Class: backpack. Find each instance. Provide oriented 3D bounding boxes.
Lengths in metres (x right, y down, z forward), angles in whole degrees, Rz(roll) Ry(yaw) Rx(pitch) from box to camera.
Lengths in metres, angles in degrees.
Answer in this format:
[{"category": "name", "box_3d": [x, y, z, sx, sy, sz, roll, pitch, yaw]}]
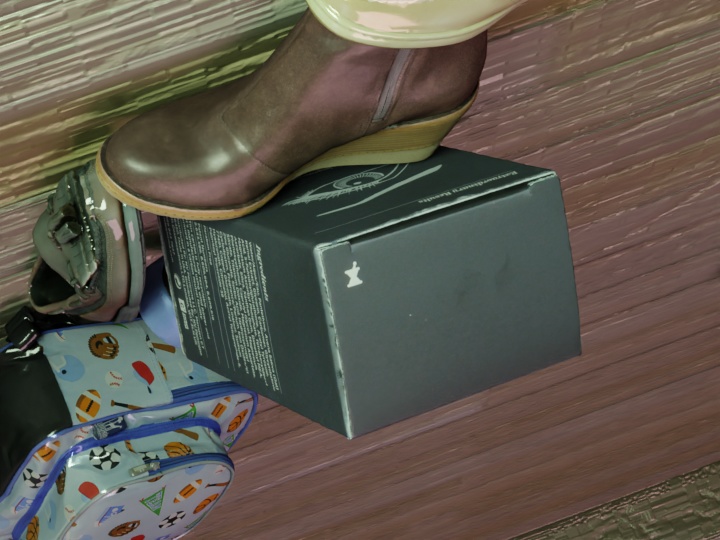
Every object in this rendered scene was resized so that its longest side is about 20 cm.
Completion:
[{"category": "backpack", "box_3d": [-0.162, 0.105, 1.351, 0.190, 0.154, 0.200, -22, 165, -38]}]

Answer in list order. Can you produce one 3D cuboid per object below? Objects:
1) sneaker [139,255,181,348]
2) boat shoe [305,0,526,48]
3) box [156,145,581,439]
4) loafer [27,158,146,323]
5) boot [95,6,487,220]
[{"category": "sneaker", "box_3d": [-0.054, -0.001, 1.280, 0.078, 0.070, 0.200, -37, 164, 33]}, {"category": "boat shoe", "box_3d": [0.066, -0.155, 0.921, 0.200, 0.072, 0.065, -16, 155, -25]}, {"category": "box", "box_3d": [0.000, 0.000, 1.097, 0.148, 0.104, 0.200, -17, -161, -25]}, {"category": "loafer", "box_3d": [-0.153, -0.008, 1.125, 0.063, 0.072, 0.200, -9, 165, -10]}, {"category": "boot", "box_3d": [-0.028, -0.106, 1.004, 0.200, 0.072, 0.166, -11, 148, -20]}]
